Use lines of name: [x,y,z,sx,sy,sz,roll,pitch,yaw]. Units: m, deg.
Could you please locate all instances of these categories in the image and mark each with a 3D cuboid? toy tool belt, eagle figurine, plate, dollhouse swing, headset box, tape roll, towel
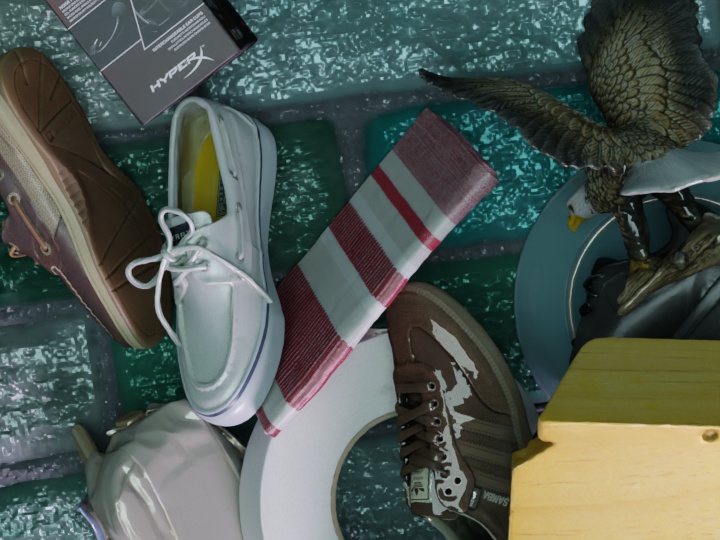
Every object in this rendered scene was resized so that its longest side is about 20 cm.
toy tool belt: [-0.102,0.176,1.607,0.125,0.123,0.200,-37,103,-28]
eagle figurine: [0.141,-0.077,1.512,0.151,0.152,0.200,-36,71,26]
plate: [0.194,0.019,1.610,0.199,0.026,0.201,0,96,1]
dollhouse swing: [0.177,0.096,1.516,0.181,0.176,0.200,2,134,2]
headset box: [-0.152,-0.189,1.531,0.077,0.149,0.200,-36,94,5]
tape roll: [0.024,0.136,1.580,0.202,0.037,0.204,1,87,-24]
towel: [0.000,0.000,1.554,0.023,0.144,0.200,38,97,-19]

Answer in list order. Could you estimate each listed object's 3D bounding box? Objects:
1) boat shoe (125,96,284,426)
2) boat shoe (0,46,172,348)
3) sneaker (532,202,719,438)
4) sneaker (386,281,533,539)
boat shoe: [-0.093,-0.013,1.538,0.074,0.086,0.203,-14,62,34]
boat shoe: [-0.185,-0.037,1.600,0.072,0.072,0.200,-19,109,34]
sneaker: [0.158,0.042,1.574,0.091,0.076,0.200,43,89,6]
sneaker: [0.056,0.106,1.533,0.075,0.070,0.200,-33,103,-34]
